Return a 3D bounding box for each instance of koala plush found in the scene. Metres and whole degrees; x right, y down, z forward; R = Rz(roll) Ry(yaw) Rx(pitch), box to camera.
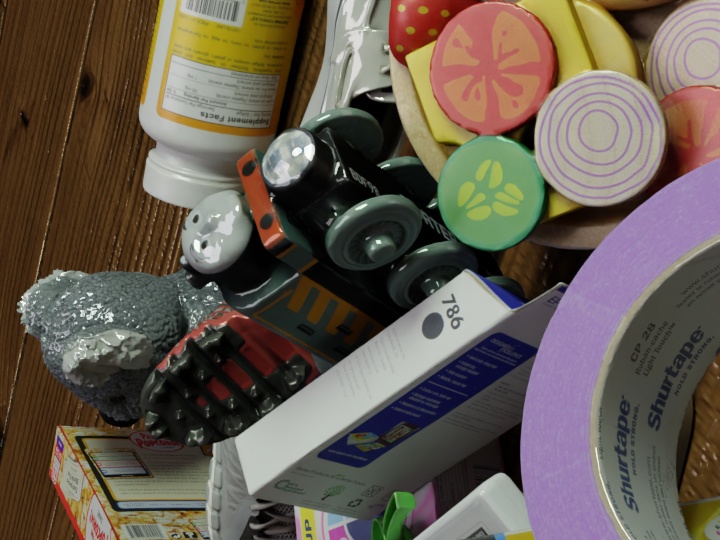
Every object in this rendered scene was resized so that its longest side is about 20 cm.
[{"bbox_3d":[-0.144,0.049,1.044,0.177,0.199,0.184,39,119,60],"label":"koala plush"}]

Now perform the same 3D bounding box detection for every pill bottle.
[{"bbox_3d":[-0.114,-0.154,1.121,0.111,0.111,0.201,44,124,58],"label":"pill bottle"}]

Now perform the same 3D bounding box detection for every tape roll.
[{"bbox_3d":[0.157,0.056,0.497,0.200,0.066,0.201,-20,56,33],"label":"tape roll"}]

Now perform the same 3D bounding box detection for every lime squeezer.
[{"bbox_3d":[-0.014,0.159,0.742,0.200,0.070,0.038,-36,72,42],"label":"lime squeezer"}]

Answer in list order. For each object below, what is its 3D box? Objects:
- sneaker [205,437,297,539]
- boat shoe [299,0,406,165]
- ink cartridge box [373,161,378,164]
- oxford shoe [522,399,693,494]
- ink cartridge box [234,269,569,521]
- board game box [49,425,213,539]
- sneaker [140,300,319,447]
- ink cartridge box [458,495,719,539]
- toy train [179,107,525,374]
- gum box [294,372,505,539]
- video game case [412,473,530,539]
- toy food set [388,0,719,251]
[{"bbox_3d":[-0.056,0.141,0.917,0.115,0.075,0.201,-157,57,-67],"label":"sneaker"},{"bbox_3d":[0.011,-0.121,0.861,0.066,0.072,0.201,39,116,44],"label":"boat shoe"},{"bbox_3d":[0.005,0.037,0.931,0.095,0.037,0.200,57,132,50],"label":"ink cartridge box"},{"bbox_3d":[0.104,0.137,0.675,0.071,0.071,0.201,10,95,62],"label":"oxford shoe"},{"bbox_3d":[0.041,0.058,0.701,0.200,0.099,0.039,-35,55,25],"label":"ink cartridge box"},{"bbox_3d":[-0.137,0.178,1.063,0.200,0.151,0.046,39,120,60],"label":"board game box"},{"bbox_3d":[-0.047,0.026,0.839,0.200,0.071,0.098,-40,18,2],"label":"sneaker"},{"bbox_3d":[0.099,0.190,0.531,0.047,0.197,0.200,97,162,-51],"label":"ink cartridge box"},{"bbox_3d":[0.000,0.000,0.705,0.114,0.200,0.085,-36,53,17],"label":"toy train"},{"bbox_3d":[0.024,0.145,0.806,0.113,0.066,0.201,-29,58,39],"label":"gum box"},{"bbox_3d":[0.069,0.211,0.672,0.182,0.023,0.200,51,137,9],"label":"video game case"},{"bbox_3d":[0.103,-0.105,0.644,0.200,0.049,0.199,-23,83,23],"label":"toy food set"}]
